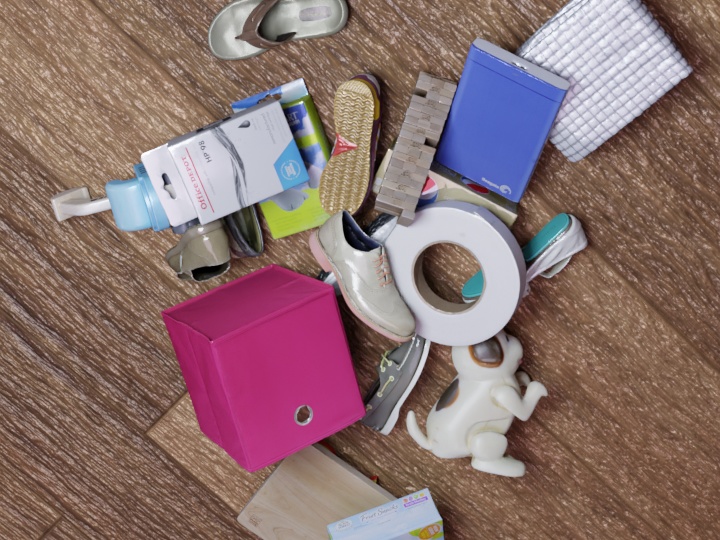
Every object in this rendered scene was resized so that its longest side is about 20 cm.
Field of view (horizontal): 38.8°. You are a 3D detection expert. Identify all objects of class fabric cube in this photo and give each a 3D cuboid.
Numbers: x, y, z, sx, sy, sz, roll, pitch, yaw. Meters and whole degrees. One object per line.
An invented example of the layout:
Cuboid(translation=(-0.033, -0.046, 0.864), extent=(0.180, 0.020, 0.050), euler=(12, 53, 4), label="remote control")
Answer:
Cuboid(translation=(-0.136, 0.130, 1.447), extent=(0.196, 0.200, 0.200), euler=(-23, 111, -25), label="fabric cube")

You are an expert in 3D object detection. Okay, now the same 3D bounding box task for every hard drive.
Cuboid(translation=(0.180, -0.191, 1.329), extent=(0.132, 0.025, 0.200), euler=(29, 141, 11), label="hard drive")

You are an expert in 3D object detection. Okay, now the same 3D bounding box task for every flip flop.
Cuboid(translation=(-0.115, -0.330, 1.369), extent=(0.199, 0.058, 0.081), euler=(-6, 111, 13), label="flip flop")

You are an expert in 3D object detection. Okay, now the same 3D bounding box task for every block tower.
Cuboid(translation=(0.072, -0.163, 1.348), extent=(0.058, 0.054, 0.201), euler=(17, 81, -2), label="block tower")

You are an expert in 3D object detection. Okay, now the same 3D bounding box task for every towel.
Cuboid(translation=(0.296, -0.262, 1.308), extent=(0.166, 0.086, 0.200), euler=(46, 114, -7), label="towel")

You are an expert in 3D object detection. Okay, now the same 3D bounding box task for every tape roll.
Cuboid(translation=(0.125, 0.004, 1.387), extent=(0.202, 0.037, 0.204), euler=(9, 112, 22), label="tape roll")

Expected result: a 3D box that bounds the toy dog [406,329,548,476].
Cuboid(translation=(0.171, 0.171, 1.485), extent=(0.193, 0.140, 0.201), euler=(10, 100, -1), label="toy dog")

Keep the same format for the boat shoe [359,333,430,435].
Cuboid(translation=(0.050, 0.159, 1.531), extent=(0.060, 0.072, 0.202), euler=(22, 118, -4), label="boat shoe")

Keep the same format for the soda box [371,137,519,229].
Cuboid(translation=(0.117, -0.104, 1.415), extent=(0.199, 0.064, 0.068), euler=(28, 114, 0), label="soda box")

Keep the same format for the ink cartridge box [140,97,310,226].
Cuboid(translation=(-0.182, -0.139, 1.367), extent=(0.199, 0.067, 0.116), euler=(-24, 107, -5), label="ink cartridge box")

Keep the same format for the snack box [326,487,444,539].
Cuboid(translation=(0.045, 0.442, 1.581), extent=(0.168, 0.068, 0.200), euler=(-17, 136, -10), label="snack box")

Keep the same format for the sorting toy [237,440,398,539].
Cuboid(translation=(-0.059, 0.375, 1.642), extent=(0.200, 0.070, 0.199), euler=(36, 114, -4), label="sorting toy")

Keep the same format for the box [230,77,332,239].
Cuboid(translation=(-0.101, -0.156, 1.445), extent=(0.122, 0.048, 0.201), euler=(-16, 109, 16), label="box")

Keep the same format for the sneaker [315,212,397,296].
Cuboid(translation=(0.000, 0.000, 1.477), extent=(0.200, 0.074, 0.079), euler=(-39, 105, 22), label="sneaker")

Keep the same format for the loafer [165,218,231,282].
Cuboid(translation=(-0.230, -0.015, 1.459), extent=(0.076, 0.200, 0.068), euler=(-20, 82, -19), label="loafer")

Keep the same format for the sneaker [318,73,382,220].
Cuboid(translation=(-0.004, -0.168, 1.396), extent=(0.075, 0.090, 0.201), euler=(18, 114, 12), label="sneaker")

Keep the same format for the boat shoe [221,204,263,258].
Cuboid(translation=(-0.182, -0.109, 1.459), extent=(0.066, 0.072, 0.201), euler=(4, 121, 33), label="boat shoe")

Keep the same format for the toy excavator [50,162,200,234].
Cuboid(translation=(-0.343, -0.104, 1.475), extent=(0.199, 0.194, 0.100), euler=(-16, 111, -13), label="toy excavator")

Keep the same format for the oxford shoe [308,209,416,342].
Cuboid(translation=(0.012, 0.008, 1.378), extent=(0.200, 0.071, 0.074), euler=(49, 127, 5), label="oxford shoe")

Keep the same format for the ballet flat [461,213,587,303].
Cuboid(translation=(0.236, 0.000, 1.440), extent=(0.200, 0.069, 0.069), euler=(-38, 101, 21), label="ballet flat")
